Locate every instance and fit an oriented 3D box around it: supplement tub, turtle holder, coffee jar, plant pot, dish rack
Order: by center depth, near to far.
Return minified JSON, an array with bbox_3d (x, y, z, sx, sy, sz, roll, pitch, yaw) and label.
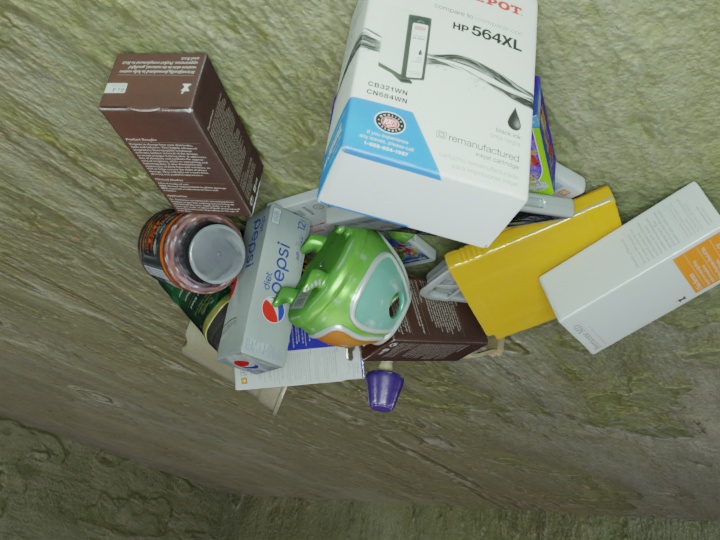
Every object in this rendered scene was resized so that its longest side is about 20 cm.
[{"bbox_3d":[-0.007,0.008,0.940,0.131,0.186,0.141,34,134,-16],"label":"turtle holder"},{"bbox_3d":[-0.213,-0.027,0.996,0.106,0.108,0.199,24,172,-28],"label":"supplement tub"},{"bbox_3d":[0.192,0.000,1.022,0.198,0.044,0.172,8,156,-21],"label":"dish rack"},{"bbox_3d":[-0.205,0.048,1.125,0.200,0.086,0.104,40,-175,39],"label":"coffee jar"},{"bbox_3d":[-0.183,0.109,1.273,0.182,0.202,0.201,22,155,-1],"label":"plant pot"}]

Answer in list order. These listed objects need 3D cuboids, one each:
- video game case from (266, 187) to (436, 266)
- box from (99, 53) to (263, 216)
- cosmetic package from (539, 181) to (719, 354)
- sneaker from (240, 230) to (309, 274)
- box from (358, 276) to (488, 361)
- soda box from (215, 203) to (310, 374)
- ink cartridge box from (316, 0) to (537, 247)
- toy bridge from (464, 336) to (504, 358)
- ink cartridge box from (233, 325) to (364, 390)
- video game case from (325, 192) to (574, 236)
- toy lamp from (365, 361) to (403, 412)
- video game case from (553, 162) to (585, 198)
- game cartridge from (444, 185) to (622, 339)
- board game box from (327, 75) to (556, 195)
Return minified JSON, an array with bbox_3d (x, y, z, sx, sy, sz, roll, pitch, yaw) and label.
[{"bbox_3d":[-0.010,-0.051,1.045,0.142,0.018,0.200,-12,147,37],"label":"video game case"},{"bbox_3d":[-0.184,-0.139,0.838,0.099,0.076,0.200,4,156,12],"label":"box"},{"bbox_3d":[0.317,0.002,0.881,0.199,0.072,0.101,-35,135,21],"label":"cosmetic package"},{"bbox_3d":[-0.120,-0.008,1.132,0.089,0.071,0.200,-15,149,16],"label":"sneaker"},{"bbox_3d":[0.080,0.068,1.086,0.199,0.101,0.075,6,149,-41],"label":"box"},{"bbox_3d":[-0.121,0.023,0.980,0.063,0.202,0.068,23,153,-31],"label":"soda box"},{"bbox_3d":[0.057,-0.138,0.620,0.144,0.202,0.084,13,153,-10],"label":"ink cartridge box"},{"bbox_3d":[0.163,0.101,1.247,0.027,0.068,0.199,-15,147,42],"label":"toy bridge"},{"bbox_3d":[-0.092,0.121,1.157,0.198,0.096,0.037,-6,174,11],"label":"ink cartridge box"},{"bbox_3d":[0.090,-0.062,0.823,0.180,0.024,0.199,4,173,-35],"label":"video game case"},{"bbox_3d":[0.043,0.105,1.137,0.058,0.202,0.058,8,156,3],"label":"toy lamp"},{"bbox_3d":[0.119,-0.101,0.885,0.199,0.023,0.182,23,152,-26],"label":"video game case"},{"bbox_3d":[0.219,-0.001,0.931,0.198,0.033,0.177,-22,138,13],"label":"game cartridge"},{"bbox_3d":[0.085,-0.122,0.770,0.198,0.045,0.135,-1,154,21],"label":"board game box"}]
